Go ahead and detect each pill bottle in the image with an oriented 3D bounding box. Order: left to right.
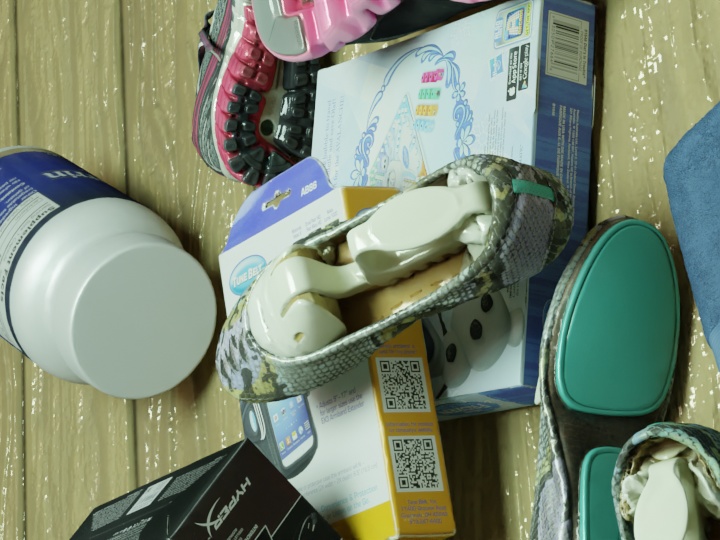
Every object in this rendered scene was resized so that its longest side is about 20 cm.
[{"bbox_3d":[-0.172,0.002,1.663,0.200,0.115,0.116,30,104,55],"label":"pill bottle"}]

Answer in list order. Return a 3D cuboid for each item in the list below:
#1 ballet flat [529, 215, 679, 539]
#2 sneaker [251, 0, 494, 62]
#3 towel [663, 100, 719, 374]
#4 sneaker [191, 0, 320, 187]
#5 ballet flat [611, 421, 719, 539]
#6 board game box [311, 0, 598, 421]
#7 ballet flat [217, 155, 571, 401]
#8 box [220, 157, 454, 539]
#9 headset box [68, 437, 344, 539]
[{"bbox_3d":[0.104,0.075,1.273,0.072,0.072,0.201,-17,65,53],"label":"ballet flat"},{"bbox_3d":[0.043,-0.158,1.408,0.200,0.095,0.079,-14,80,35],"label":"sneaker"},{"bbox_3d":[0.191,0.011,1.181,0.112,0.048,0.200,-43,47,41],"label":"towel"},{"bbox_3d":[-0.058,-0.150,1.578,0.075,0.080,0.201,20,96,59],"label":"sneaker"},{"bbox_3d":[0.141,0.156,1.179,0.074,0.074,0.201,-38,50,44],"label":"ballet flat"},{"bbox_3d":[0.041,-0.024,1.420,0.199,0.043,0.201,-13,69,53],"label":"board game box"},{"bbox_3d":[0.000,0.000,1.286,0.200,0.072,0.072,-27,55,25],"label":"ballet flat"},{"bbox_3d":[-0.016,0.049,1.391,0.119,0.041,0.201,-27,66,51],"label":"box"},{"bbox_3d":[-0.047,0.193,1.363,0.149,0.200,0.077,-26,20,50],"label":"headset box"}]
